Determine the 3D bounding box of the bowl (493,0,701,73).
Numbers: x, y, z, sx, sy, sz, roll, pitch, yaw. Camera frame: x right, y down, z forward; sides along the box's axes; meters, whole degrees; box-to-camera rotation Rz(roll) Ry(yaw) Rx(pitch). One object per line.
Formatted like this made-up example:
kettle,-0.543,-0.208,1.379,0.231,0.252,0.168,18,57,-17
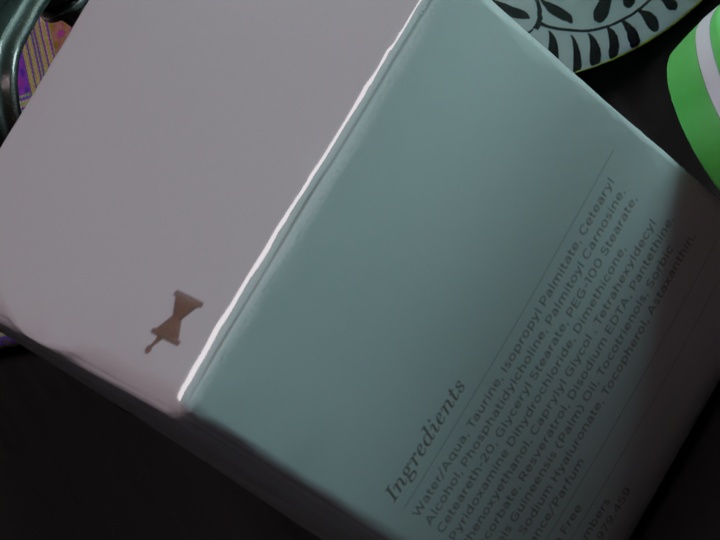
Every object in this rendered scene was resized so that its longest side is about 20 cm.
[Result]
bowl,0.053,-0.181,1.094,0.201,0.094,0.201,-5,68,14

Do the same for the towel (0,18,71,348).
towel,-0.129,-0.043,1.243,0.200,0.023,0.144,-15,89,38

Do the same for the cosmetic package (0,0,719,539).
cosmetic package,0.000,0.000,0.993,0.167,0.200,0.166,24,80,50

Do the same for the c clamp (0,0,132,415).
c clamp,-0.090,-0.039,1.087,0.027,0.200,0.171,-8,43,27

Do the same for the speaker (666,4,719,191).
speaker,0.202,-0.090,0.949,0.200,0.088,0.088,-31,44,26
